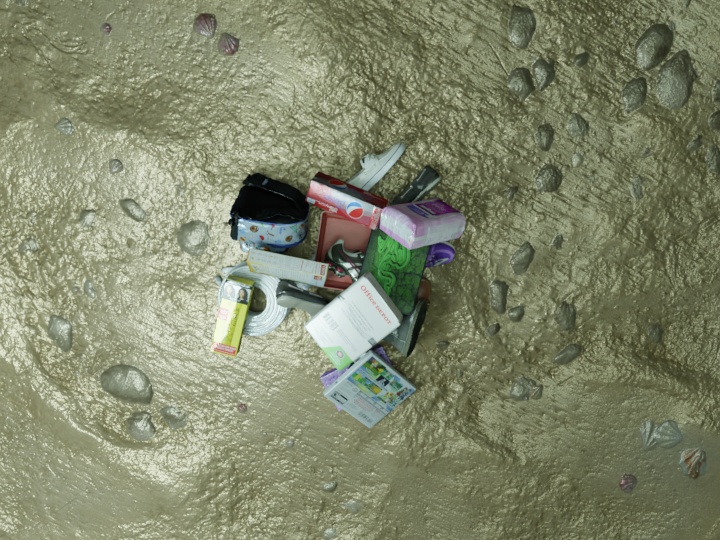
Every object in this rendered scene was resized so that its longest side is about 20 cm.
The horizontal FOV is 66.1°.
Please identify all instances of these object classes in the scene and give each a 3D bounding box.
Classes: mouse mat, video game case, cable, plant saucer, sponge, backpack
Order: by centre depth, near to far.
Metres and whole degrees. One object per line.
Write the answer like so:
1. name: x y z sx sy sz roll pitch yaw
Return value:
1. mouse mat: 0.080 -0.004 1.394 0.158 0.008 0.204 15 81 8
2. backpack: -0.223 -0.128 1.397 0.186 0.202 0.156 4 133 2
3. plant saucer: -0.022 -0.047 1.477 0.196 0.037 0.204 8 100 -9
4. cable: -0.283 0.074 1.487 0.196 0.069 0.204 -17 100 5
5. video game case: 0.027 0.328 1.518 0.182 0.022 0.200 -42 120 11
6. sponge: -0.002 0.301 1.552 0.197 0.030 0.113 -27 99 4

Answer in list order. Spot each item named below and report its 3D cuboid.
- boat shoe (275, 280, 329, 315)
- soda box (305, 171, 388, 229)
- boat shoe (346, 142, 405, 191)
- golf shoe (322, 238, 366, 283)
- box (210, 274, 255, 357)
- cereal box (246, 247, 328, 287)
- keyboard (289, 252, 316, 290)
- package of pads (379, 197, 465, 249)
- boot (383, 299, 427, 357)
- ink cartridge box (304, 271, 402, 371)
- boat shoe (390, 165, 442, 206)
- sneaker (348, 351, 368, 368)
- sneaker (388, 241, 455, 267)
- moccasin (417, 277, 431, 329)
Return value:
1. boat shoe: -0.138 0.075 1.456 0.066 0.198 0.058 -27 57 35
2. soda box: -0.034 -0.176 1.397 0.197 0.070 0.064 23 121 2
3. boat shoe: 0.029 -0.267 1.431 0.070 0.071 0.200 44 104 -10
4. golf shoe: 0.000 0.000 1.434 0.198 0.077 0.089 31 91 -11
5. box: -0.332 0.118 1.437 0.074 0.050 0.204 16 103 -3
6. cereal box: -0.180 -0.005 1.381 0.196 0.144 0.040 11 77 -6
7. keyboard: -0.137 0.006 1.507 0.200 0.011 0.056 -44 98 7
8. package of pads: 0.157 -0.119 1.379 0.198 0.120 0.077 -14 130 -38
9. boot: 0.064 0.117 1.456 0.198 0.072 0.185 31 117 25
10. ink cartridge box: -0.014 0.122 1.354 0.199 0.084 0.146 -38 91 14
11. boat shoe: 0.123 -0.194 1.441 0.199 0.067 0.057 -41 80 -6
12. sneaker: -0.052 0.195 1.474 0.087 0.074 0.200 -38 118 15
13. sneaker: 0.159 -0.027 1.451 0.196 0.084 0.082 -6 121 -12
14. moccasin: 0.144 0.117 1.494 0.072 0.078 0.205 20 100 -4
